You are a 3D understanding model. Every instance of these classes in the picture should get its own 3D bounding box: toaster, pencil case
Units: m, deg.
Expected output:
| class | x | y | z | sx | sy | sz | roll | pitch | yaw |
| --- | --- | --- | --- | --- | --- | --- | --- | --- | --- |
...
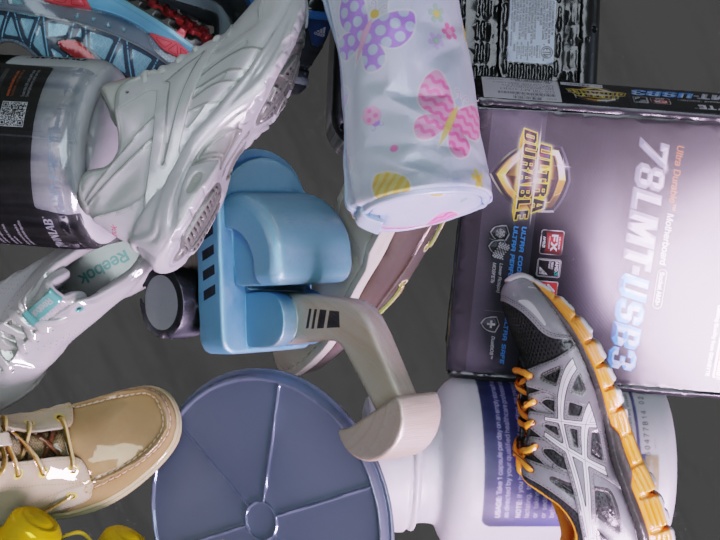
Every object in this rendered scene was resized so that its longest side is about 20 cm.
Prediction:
| class | x | y | z | sx | sy | sz | roll | pitch | yaw |
| --- | --- | --- | --- | --- | --- | --- | --- | --- | --- |
| toaster | 0.069 | -0.153 | 1.145 | 0.179 | 0.119 | 0.202 | 2 | 88 | -4 |
| pencil case | 0.022 | -0.124 | 1.016 | 0.090 | 0.083 | 0.201 | -5 | 77 | -26 |

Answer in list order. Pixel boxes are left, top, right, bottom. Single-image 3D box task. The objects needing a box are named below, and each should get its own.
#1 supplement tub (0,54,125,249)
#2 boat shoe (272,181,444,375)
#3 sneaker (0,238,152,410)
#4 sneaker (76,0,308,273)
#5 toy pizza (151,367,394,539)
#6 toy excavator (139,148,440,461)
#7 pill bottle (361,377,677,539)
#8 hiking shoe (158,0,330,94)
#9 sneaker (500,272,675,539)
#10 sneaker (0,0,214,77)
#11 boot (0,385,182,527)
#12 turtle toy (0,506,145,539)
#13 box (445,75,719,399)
| class | x | y | z | sx | sy | sz | roll | pitch | yaw |
| --- | --- | --- | --- | --- | --- | --- | --- | --- | --- |
| supplement tub | -0.253 | -0.079 | 1.097 | 0.199 | 0.122 | 0.123 | 4 | 88 | 13 |
| boat shoe | 0.000 | 0.000 | 1.125 | 0.059 | 0.200 | 0.072 | -1 | 47 | -34 |
| sneaker | -0.214 | 0.027 | 1.131 | 0.200 | 0.088 | 0.075 | -40 | 94 | -5 |
| sneaker | -0.104 | -0.104 | 1.025 | 0.099 | 0.078 | 0.201 | 29 | 74 | 7 |
| toy pizza | -0.058 | 0.164 | 1.128 | 0.199 | 0.032 | 0.202 | 3 | 95 | 34 |
| toy excavator | -0.040 | 0.018 | 1.059 | 0.100 | 0.199 | 0.196 | -2 | 89 | -44 |
| pill bottle | 0.102 | 0.130 | 1.142 | 0.198 | 0.120 | 0.121 | 1 | 89 | -6 |
| hiking shoe | -0.088 | -0.202 | 1.128 | 0.200 | 0.074 | 0.087 | 42 | 108 | 21 |
| sneaker | 0.126 | 0.098 | 1.049 | 0.077 | 0.078 | 0.201 | -22 | 89 | -1 |
| sneaker | -0.173 | -0.148 | 1.157 | 0.199 | 0.079 | 0.096 | 27 | 104 | 0 |
| boot | -0.221 | 0.113 | 1.087 | 0.199 | 0.156 | 0.073 | -20 | 68 | 0 |
| turtle toy | -0.181 | 0.246 | 1.105 | 0.199 | 0.101 | 0.146 | 21 | 106 | -42 |
| box | 0.160 | -0.019 | 1.087 | 0.197 | 0.050 | 0.201 | 6 | 117 | 1 |
